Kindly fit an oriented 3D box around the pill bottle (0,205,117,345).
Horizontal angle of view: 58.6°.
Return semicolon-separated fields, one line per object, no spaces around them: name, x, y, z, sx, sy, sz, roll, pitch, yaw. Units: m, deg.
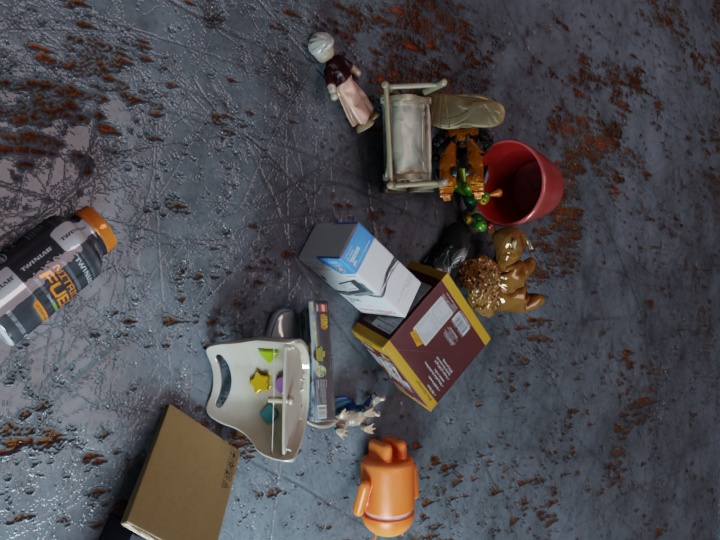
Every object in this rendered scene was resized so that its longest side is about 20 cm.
pill bottle;-0.436;-0.003;0.889;0.200;0.105;0.108;-47;118;-29

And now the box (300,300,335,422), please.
box;-0.078;0.166;1.153;0.039;0.137;0.206;-2;80;-12

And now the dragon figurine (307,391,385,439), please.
dragon figurine;-0.031;0.286;1.268;0.194;0.099;0.061;-5;96;-21

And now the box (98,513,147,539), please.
box;-0.334;0.510;0.984;0.180;0.103;0.205;33;69;-34

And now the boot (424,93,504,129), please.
boot;0.225;-0.368;1.459;0.156;0.194;0.075;-66;158;-69

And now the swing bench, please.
swing bench;0.101;-0.265;1.308;0.126;0.200;0.206;-3;93;-3

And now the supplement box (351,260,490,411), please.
supplement box;0.126;0.133;1.325;0.200;0.132;0.199;-46;119;-13

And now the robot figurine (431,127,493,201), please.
robot figurine;0.223;-0.243;1.417;0.059;0.141;0.204;74;19;-46

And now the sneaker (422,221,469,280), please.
sneaker;0.187;-0.020;1.440;0.078;0.074;0.205;27;73;-34

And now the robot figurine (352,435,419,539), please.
robot figurine;0.054;0.448;1.308;0.144;0.113;0.207;-5;95;-74

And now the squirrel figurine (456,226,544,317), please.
squirrel figurine;0.324;0.000;1.499;0.196;0.141;0.191;-20;125;-21

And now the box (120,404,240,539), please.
box;-0.275;0.338;1.015;0.163;0.021;0.203;43;34;-28

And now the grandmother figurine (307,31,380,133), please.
grandmother figurine;-0.037;-0.372;1.259;0.202;0.059;0.122;56;31;-23

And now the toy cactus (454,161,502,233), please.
toy cactus;0.262;-0.155;1.479;0.100;0.203;0.167;-23;143;-2

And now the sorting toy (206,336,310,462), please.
sorting toy;-0.179;0.193;1.075;0.107;0.174;0.206;-40;134;-74

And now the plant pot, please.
plant pot;0.392;-0.207;1.550;0.175;0.197;0.207;-4;93;-48

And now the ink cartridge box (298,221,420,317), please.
ink cartridge box;0.000;0.000;1.235;0.199;0.143;0.086;41;68;-32

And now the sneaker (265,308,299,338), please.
sneaker;-0.130;0.173;1.174;0.072;0.070;0.207;-3;92;-40
